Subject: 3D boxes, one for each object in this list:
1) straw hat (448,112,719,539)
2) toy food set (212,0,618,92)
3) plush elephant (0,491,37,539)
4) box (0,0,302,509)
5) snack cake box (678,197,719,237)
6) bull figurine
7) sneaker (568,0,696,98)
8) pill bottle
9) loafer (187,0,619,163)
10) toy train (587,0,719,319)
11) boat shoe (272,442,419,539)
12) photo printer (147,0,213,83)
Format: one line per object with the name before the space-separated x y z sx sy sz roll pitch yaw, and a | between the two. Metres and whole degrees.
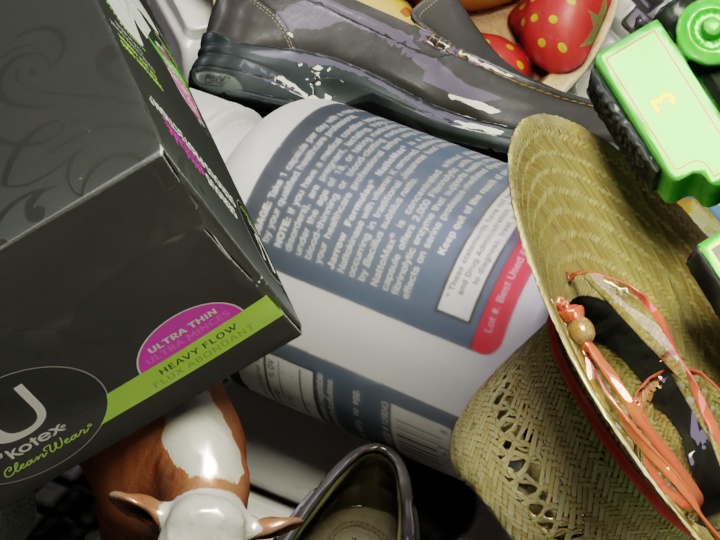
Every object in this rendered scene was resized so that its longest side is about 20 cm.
straw hat | 0.074 0.053 0.701 0.085 0.201 0.202 -38 25 22
toy food set | 0.021 -0.143 1.041 0.198 0.049 0.200 -10 66 7
plush elephant | -0.231 0.054 0.828 0.199 0.156 0.165 26 45 25
box | -0.135 -0.043 0.778 0.148 0.124 0.201 -31 54 4
snack cake box | 0.205 -0.021 1.013 0.199 0.068 0.115 27 44 27
bull figurine | -0.084 0.057 0.840 0.065 0.122 0.201 -12 59 -23
sneaker | 0.086 -0.078 1.079 0.200 0.091 0.067 -38 66 -7
pill bottle | 0.000 0.000 0.893 0.199 0.120 0.120 22 43 22
loafer | 0.030 -0.086 0.958 0.198 0.073 0.073 13 84 -2
toy train | 0.137 0.004 0.708 0.056 0.042 0.201 -29 76 -4
boat shoe | -0.023 0.141 0.806 0.073 0.065 0.201 8 40 7
photo printer | -0.021 -0.156 1.162 0.198 0.070 0.167 -13 43 -19
